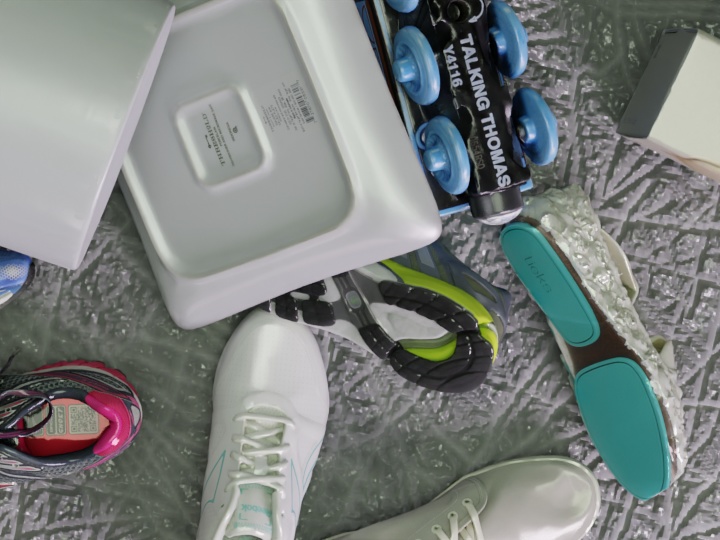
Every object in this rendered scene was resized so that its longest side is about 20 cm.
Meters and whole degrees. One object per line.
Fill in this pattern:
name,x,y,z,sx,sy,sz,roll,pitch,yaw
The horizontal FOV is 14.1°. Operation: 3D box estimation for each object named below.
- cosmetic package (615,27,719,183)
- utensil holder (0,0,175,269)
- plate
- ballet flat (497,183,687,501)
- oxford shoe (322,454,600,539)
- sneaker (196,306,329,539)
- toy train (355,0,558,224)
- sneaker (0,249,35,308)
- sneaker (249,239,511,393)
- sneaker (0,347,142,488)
cosmetic package,0.260,-0.068,1.703,0.199,0.104,0.073,25,92,-6
utensil holder,-0.219,-0.108,1.573,0.199,0.170,0.171,21,92,-4
plate,-0.072,-0.079,1.646,0.200,0.032,0.200,-19,94,33
ballet flat,0.152,0.037,1.719,0.072,0.072,0.200,-27,102,-3
oxford shoe,0.052,0.166,1.722,0.199,0.058,0.075,-19,94,-6
sneaker,-0.058,0.121,1.697,0.070,0.080,0.201,9,92,-5
toy train,0.045,-0.122,1.670,0.086,0.114,0.201,-18,95,-22
sneaker,-0.283,-0.025,1.663,0.199,0.079,0.090,13,95,-6
sneaker,0.000,0.000,1.701,0.200,0.081,0.074,32,118,10
sneaker,-0.227,0.090,1.679,0.199,0.075,0.081,-11,96,-4
